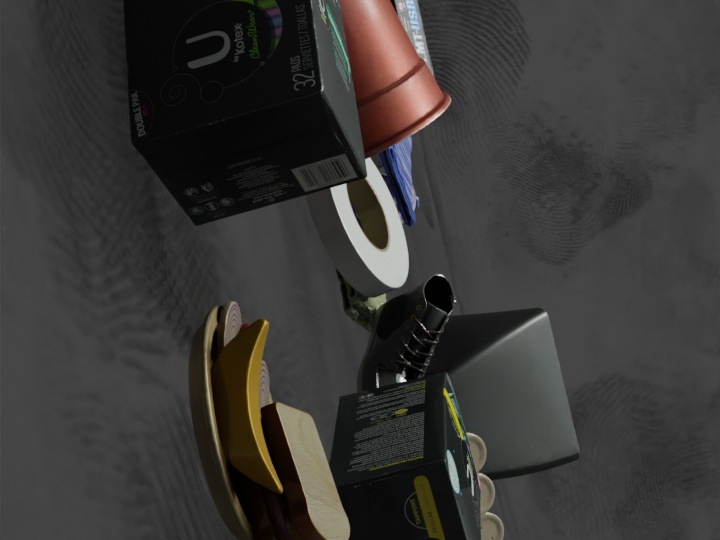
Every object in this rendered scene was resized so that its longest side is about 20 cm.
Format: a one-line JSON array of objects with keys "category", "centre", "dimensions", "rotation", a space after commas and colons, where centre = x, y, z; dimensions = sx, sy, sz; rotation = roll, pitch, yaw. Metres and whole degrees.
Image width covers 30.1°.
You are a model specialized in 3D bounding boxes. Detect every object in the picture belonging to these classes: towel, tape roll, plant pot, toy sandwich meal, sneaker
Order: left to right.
[{"category": "toy sandwich meal", "centre": [-0.066, 0.120, 0.986], "dimensions": [0.205, 0.069, 0.208], "rotation": [-14, 90, -81]}, {"category": "plant pot", "centre": [-0.034, -0.226, 1.383], "dimensions": [0.201, 0.198, 0.197], "rotation": [-78, 144, -70]}, {"category": "tape roll", "centre": [-0.005, -0.068, 1.612], "dimensions": [0.203, 0.037, 0.205], "rotation": [49, 28, -38]}, {"category": "towel", "centre": [0.000, 0.000, 1.703], "dimensions": [0.200, 0.036, 0.151], "rotation": [50, 29, -72]}, {"category": "towel", "centre": [0.051, -0.172, 1.792], "dimensions": [0.201, 0.023, 0.146], "rotation": [-88, 162, -49]}, {"category": "sneaker", "centre": [0.056, 0.098, 1.582], "dimensions": [0.074, 0.106, 0.202], "rotation": [25, 48, -24]}, {"category": "plant pot", "centre": [0.133, 0.174, 1.701], "dimensions": [0.176, 0.199, 0.202], "rotation": [-20, 98, -41]}]

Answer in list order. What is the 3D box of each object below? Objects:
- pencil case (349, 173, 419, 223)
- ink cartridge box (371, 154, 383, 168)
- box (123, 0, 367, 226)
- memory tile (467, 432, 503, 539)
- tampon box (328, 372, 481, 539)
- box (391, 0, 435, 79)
[{"category": "pencil case", "centre": [0.033, -0.098, 1.934], "dimensions": [0.200, 0.083, 0.087], "rotation": [-15, 115, -80]}, {"category": "ink cartridge box", "centre": [0.002, -0.217, 1.879], "dimensions": [0.200, 0.083, 0.147], "rotation": [-50, 126, -78]}, {"category": "box", "centre": [-0.089, -0.164, 1.010], "dimensions": [0.125, 0.146, 0.203], "rotation": [59, 19, -60]}, {"category": "memory tile", "centre": [0.100, 0.304, 1.579], "dimensions": [0.017, 0.152, 0.203], "rotation": [5, -70, 62]}, {"category": "tampon box", "centre": [0.050, 0.224, 1.384], "dimensions": [0.200, 0.124, 0.152], "rotation": [-81, 155, -68]}, {"category": "box", "centre": [0.023, -0.355, 2.005], "dimensions": [0.198, 0.049, 0.203], "rotation": [-3, -78, 59]}]
